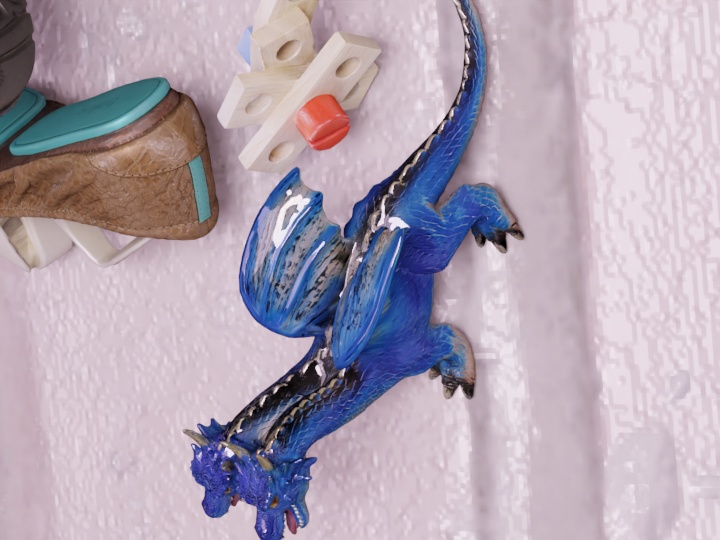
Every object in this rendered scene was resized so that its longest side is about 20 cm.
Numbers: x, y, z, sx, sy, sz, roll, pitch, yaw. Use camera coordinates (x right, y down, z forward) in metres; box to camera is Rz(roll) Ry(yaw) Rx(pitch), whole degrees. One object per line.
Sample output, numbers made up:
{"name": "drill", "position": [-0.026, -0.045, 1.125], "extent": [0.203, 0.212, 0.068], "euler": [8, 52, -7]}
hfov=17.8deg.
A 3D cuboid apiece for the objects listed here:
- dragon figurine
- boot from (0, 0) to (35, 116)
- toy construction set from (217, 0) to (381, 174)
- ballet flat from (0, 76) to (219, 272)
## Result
{"name": "dragon figurine", "position": [0.000, 0.000, 0.787], "extent": [0.059, 0.099, 0.201], "euler": [29, 113, 33]}
{"name": "boot", "position": [-0.220, -0.083, 0.914], "extent": [0.182, 0.072, 0.200], "euler": [53, 135, 14]}
{"name": "toy construction set", "position": [-0.056, -0.137, 0.821], "extent": [0.131, 0.092, 0.200], "euler": [-41, 77, 9]}
{"name": "ballet flat", "position": [-0.121, -0.034, 0.906], "extent": [0.199, 0.068, 0.073], "euler": [1, 124, 48]}
